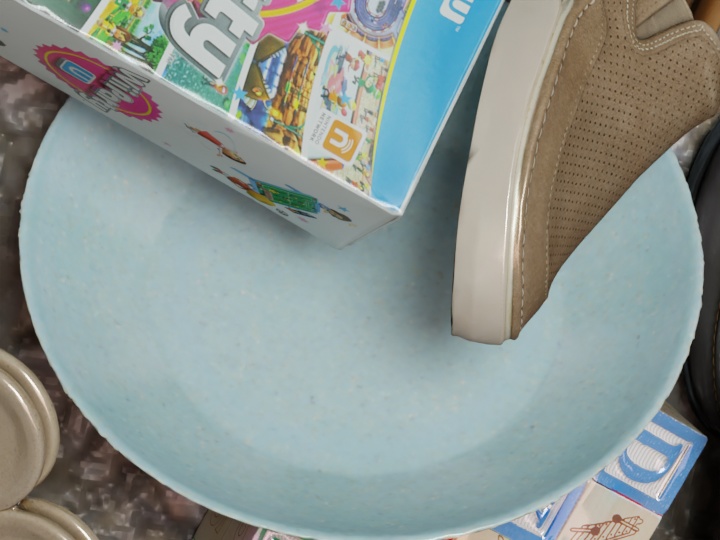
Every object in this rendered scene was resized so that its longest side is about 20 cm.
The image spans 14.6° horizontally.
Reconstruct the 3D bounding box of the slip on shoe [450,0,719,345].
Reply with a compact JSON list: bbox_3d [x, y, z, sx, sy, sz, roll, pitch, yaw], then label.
[{"bbox_3d":[0.076,-0.058,0.812,0.060,0.200,0.076,15,138,11],"label":"slip on shoe"}]

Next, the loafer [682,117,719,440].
[{"bbox_3d":[0.151,-0.034,0.886,0.073,0.072,0.200,9,101,-16],"label":"loafer"}]

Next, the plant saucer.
[{"bbox_3d":[0.000,0.000,0.832,0.201,0.201,0.039,-10,148,-10],"label":"plant saucer"}]

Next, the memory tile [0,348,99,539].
[{"bbox_3d":[-0.131,0.118,0.845,0.153,0.017,0.200,-10,107,27],"label":"memory tile"}]

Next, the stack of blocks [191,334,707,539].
[{"bbox_3d":[0.006,0.106,0.893,0.115,0.059,0.200,29,95,-17],"label":"stack of blocks"}]

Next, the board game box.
[{"bbox_3d":[-0.052,-0.119,0.787,0.200,0.064,0.148,29,73,-11],"label":"board game box"}]
